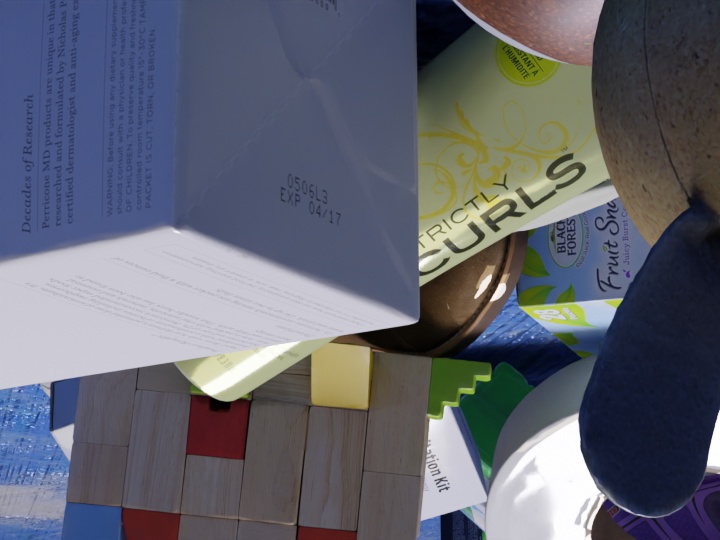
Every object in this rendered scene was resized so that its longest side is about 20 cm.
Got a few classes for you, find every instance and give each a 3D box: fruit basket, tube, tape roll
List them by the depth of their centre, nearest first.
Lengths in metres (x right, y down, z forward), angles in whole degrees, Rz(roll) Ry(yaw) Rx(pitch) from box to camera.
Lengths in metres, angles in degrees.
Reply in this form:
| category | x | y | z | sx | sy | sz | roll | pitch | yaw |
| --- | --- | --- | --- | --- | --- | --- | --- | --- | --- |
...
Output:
| category | x | y | z | sx | sy | sz | roll | pitch | yaw |
| --- | --- | --- | --- | --- | --- | --- | --- | --- | --- |
| tube | 0.019 | -0.029 | 0.547 | 0.199 | 0.052 | 0.058 | -33 | 150 | 20 |
| tape roll | 0.157 | 0.115 | 0.788 | 0.201 | 0.037 | 0.204 | 8 | 133 | 9 |
| fruit basket | 0.109 | 0.159 | 1.090 | 0.094 | 0.185 | 0.201 | -37 | 150 | -23 |

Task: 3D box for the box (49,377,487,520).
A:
| category | x | y | z | sx | sy | sz | roll | pitch | yaw |
| --- | --- | --- | --- | --- | --- | --- | --- | --- | --- |
| box | -0.046 | 0.094 | 0.926 | 0.199 | 0.041 | 0.156 | -18 | 132 | 6 |

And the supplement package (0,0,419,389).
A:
| category | x | y | z | sx | sy | sz | roll | pitch | yaw |
| --- | --- | --- | --- | --- | --- | --- | --- | --- | --- |
| supplement package | -0.096 | -0.039 | 0.521 | 0.199 | 0.121 | 0.121 | -10 | 162 | 31 |

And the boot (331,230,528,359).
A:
| category | x | y | z | sx | sy | sz | roll | pitch | yaw |
| --- | --- | --- | --- | --- | --- | --- | --- | --- | --- |
| boot | 0.000 | 0.000 | 0.761 | 0.075 | 0.074 | 0.200 | 17 | 160 | -28 |

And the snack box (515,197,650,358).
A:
| category | x | y | z | sx | sy | sz | roll | pitch | yaw |
| --- | --- | --- | --- | --- | --- | --- | --- | --- | --- |
| snack box | 0.185 | -0.002 | 0.752 | 0.198 | 0.068 | 0.169 | -5 | 163 | 22 |

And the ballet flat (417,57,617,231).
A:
| category | x | y | z | sx | sy | sz | roll | pitch | yaw |
| --- | --- | --- | --- | --- | --- | --- | --- | --- | --- |
| ballet flat | 0.025 | -0.045 | 0.596 | 0.199 | 0.073 | 0.072 | -3 | 164 | 10 |

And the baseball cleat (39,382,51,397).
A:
| category | x | y | z | sx | sy | sz | roll | pitch | yaw |
| --- | --- | --- | --- | --- | --- | --- | --- | --- | --- |
| baseball cleat | -0.091 | 0.057 | 0.947 | 0.198 | 0.070 | 0.106 | -4 | 164 | 10 |

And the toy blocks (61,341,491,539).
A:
| category | x | y | z | sx | sy | sz | roll | pitch | yaw |
| --- | --- | --- | --- | --- | --- | --- | --- | --- | --- |
| toy blocks | -0.049 | 0.101 | 0.739 | 0.198 | 0.138 | 0.100 | 5 | 172 | 5 |

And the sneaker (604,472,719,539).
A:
| category | x | y | z | sx | sy | sz | roll | pitch | yaw |
| --- | --- | --- | --- | --- | --- | --- | --- | --- | --- |
| sneaker | 0.203 | 0.126 | 0.861 | 0.199 | 0.084 | 0.080 | -16 | 157 | 41 |

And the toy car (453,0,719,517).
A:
| category | x | y | z | sx | sy | sz | roll | pitch | yaw |
| --- | --- | --- | --- | --- | --- | --- | --- | --- | --- |
| toy car | 0.079 | -0.041 | 0.371 | 0.163 | 0.202 | 0.157 | 14 | 159 | -39 |

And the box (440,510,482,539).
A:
| category | x | y | z | sx | sy | sz | roll | pitch | yaw |
| --- | --- | --- | --- | --- | --- | --- | --- | --- | --- |
| box | 0.157 | 0.236 | 1.508 | 0.147 | 0.105 | 0.200 | 2 | 164 | -9 |
